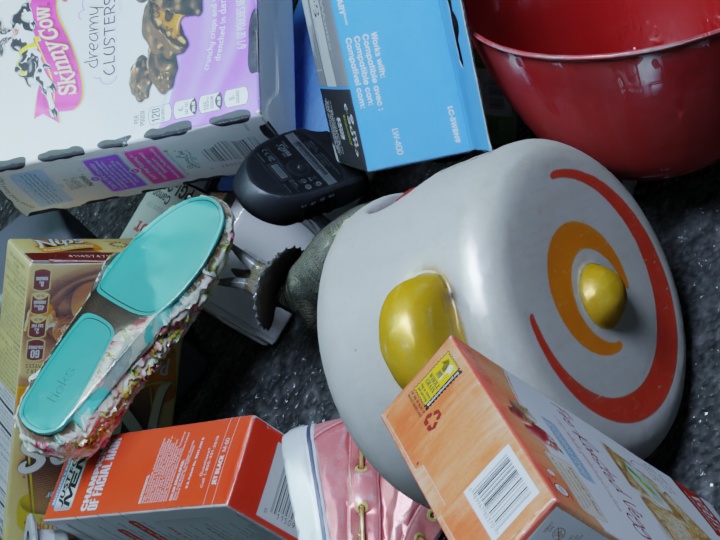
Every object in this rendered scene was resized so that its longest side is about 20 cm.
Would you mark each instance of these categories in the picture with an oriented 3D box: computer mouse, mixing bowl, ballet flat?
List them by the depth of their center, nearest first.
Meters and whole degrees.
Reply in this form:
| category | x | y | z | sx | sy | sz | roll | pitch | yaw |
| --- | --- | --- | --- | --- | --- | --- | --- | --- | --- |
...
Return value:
| category | x | y | z | sx | sy | sz | roll | pitch | yaw |
| --- | --- | --- | --- | --- | --- | --- | --- | --- | --- |
| mixing bowl | 0.160 | -0.121 | 1.171 | 0.199 | 0.109 | 0.200 | -10 | 32 | 6 |
| computer mouse | 0.004 | -0.070 | 1.336 | 0.059 | 0.199 | 0.034 | 51 | 144 | 32 |
| ballet flat | -0.147 | 0.039 | 1.346 | 0.076 | 0.064 | 0.200 | 33 | 77 | 29 |

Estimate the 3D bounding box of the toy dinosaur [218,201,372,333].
| category | x | y | z | sx | sy | sz | roll | pitch | yaw |
| --- | --- | --- | --- | --- | --- | --- | --- | --- | --- |
| toy dinosaur | 0.000 | 0.000 | 1.323 | 0.200 | 0.102 | 0.077 | -30 | 42 | 37 |

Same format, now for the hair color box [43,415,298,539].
| category | x | y | z | sx | sy | sz | roll | pitch | yaw |
| --- | --- | --- | --- | --- | --- | --- | --- | --- | --- |
| hair color box | -0.096 | 0.148 | 1.320 | 0.200 | 0.111 | 0.064 | -13 | 52 | 47 |

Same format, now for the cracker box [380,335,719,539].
| category | x | y | z | sx | sy | sz | roll | pitch | yaw |
| --- | --- | --- | --- | --- | --- | --- | --- | --- | --- |
| cracker box | 0.114 | 0.126 | 0.975 | 0.058 | 0.200 | 0.134 | -48 | 34 | 12 |

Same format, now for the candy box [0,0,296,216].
| category | x | y | z | sx | sy | sz | roll | pitch | yaw |
| --- | --- | --- | --- | --- | --- | --- | --- | --- | --- |
| candy box | -0.147 | -0.140 | 1.381 | 0.199 | 0.072 | 0.169 | -11 | 64 | 16 |

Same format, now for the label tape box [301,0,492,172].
| category | x | y | z | sx | sy | sz | roll | pitch | yaw |
| --- | --- | --- | --- | --- | --- | --- | --- | --- | --- |
| label tape box | 0.012 | -0.134 | 1.202 | 0.063 | 0.145 | 0.200 | -13 | 7 | -7 |

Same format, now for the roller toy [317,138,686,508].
| category | x | y | z | sx | sy | sz | roll | pitch | yaw |
| --- | --- | --- | --- | --- | --- | --- | --- | --- | --- |
| roller toy | 0.080 | 0.028 | 1.111 | 0.139 | 0.200 | 0.183 | -22 | 43 | 38 |

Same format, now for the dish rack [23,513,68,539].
| category | x | y | z | sx | sy | sz | roll | pitch | yaw |
| --- | --- | --- | --- | --- | --- | --- | --- | --- | --- |
| dish rack | -0.195 | 0.277 | 1.354 | 0.200 | 0.043 | 0.172 | -105 | 22 | -49 |

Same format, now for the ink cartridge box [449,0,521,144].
| category | x | y | z | sx | sy | sz | roll | pitch | yaw |
| --- | --- | --- | --- | --- | --- | --- | --- | --- | --- |
| ink cartridge box | 0.091 | -0.194 | 1.333 | 0.059 | 0.104 | 0.201 | 11 | 67 | 8 |

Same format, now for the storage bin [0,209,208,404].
| category | x | y | z | sx | sy | sz | roll | pitch | yaw |
| --- | --- | --- | --- | --- | --- | --- | --- | --- | --- |
| storage bin | -0.213 | 0.047 | 1.500 | 0.134 | 0.200 | 0.146 | -42 | 34 | 4 |

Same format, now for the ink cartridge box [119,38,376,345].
| category | x | y | z | sx | sy | sz | roll | pitch | yaw |
| --- | --- | --- | --- | --- | --- | --- | --- | --- | --- |
| ink cartridge box | -0.071 | -0.064 | 1.490 | 0.201 | 0.085 | 0.146 | -61 | 32 | -2 |

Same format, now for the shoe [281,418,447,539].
| category | x | y | z | sx | sy | sz | roll | pitch | yaw |
| --- | --- | --- | --- | --- | --- | --- | --- | --- | --- |
| shoe | 0.019 | 0.171 | 1.183 | 0.091 | 0.072 | 0.201 | -17 | 65 | 9 |

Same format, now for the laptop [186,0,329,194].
| category | x | y | z | sx | sy | sz | roll | pitch | yaw |
| --- | --- | --- | --- | --- | --- | --- | --- | --- | --- |
| laptop | -0.089 | -0.158 | 1.414 | 0.116 | 0.199 | 0.188 | 117 | 176 | -75 |

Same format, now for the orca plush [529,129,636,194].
| category | x | y | z | sx | sy | sz | roll | pitch | yaw |
| --- | --- | --- | --- | --- | --- | --- | --- | --- | --- |
| orca plush | 0.133 | -0.112 | 1.267 | 0.105 | 0.071 | 0.201 | -8 | 57 | 50 |

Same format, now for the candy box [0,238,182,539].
| category | x | y | z | sx | sy | sz | roll | pitch | yaw |
| --- | --- | --- | --- | --- | --- | --- | --- | --- | --- |
| candy box | -0.186 | 0.080 | 1.418 | 0.055 | 0.115 | 0.201 | 35 | 122 | 58 |
